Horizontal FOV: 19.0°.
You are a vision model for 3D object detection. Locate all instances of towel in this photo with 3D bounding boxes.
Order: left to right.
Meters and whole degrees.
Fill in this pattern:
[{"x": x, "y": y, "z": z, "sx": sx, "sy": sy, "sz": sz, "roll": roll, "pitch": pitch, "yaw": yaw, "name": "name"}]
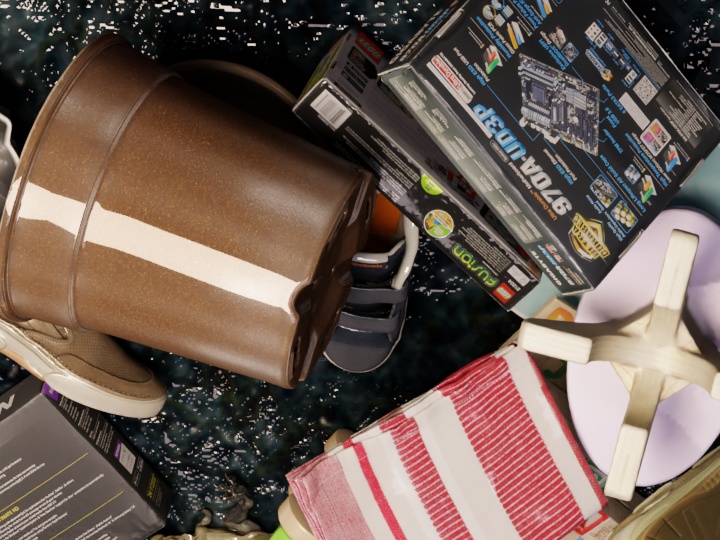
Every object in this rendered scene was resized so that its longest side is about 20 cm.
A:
[{"x": 0.064, "y": 0.157, "z": 1.515, "sx": 0.199, "sy": 0.023, "sz": 0.145, "roll": -30, "pitch": 100, "yaw": -11, "name": "towel"}]

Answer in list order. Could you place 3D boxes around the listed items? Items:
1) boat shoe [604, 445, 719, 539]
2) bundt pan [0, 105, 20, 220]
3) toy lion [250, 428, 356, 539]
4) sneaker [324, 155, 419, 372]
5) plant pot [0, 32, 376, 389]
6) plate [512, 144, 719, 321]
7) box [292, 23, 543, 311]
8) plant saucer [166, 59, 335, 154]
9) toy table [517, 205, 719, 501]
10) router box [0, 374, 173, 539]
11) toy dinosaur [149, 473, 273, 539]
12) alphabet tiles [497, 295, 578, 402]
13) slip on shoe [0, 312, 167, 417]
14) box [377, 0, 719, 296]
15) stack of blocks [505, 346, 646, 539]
[{"x": 0.270, "y": 0.169, "z": 1.615, "sx": 0.200, "sy": 0.063, "sz": 0.074, "roll": -33, "pitch": 106, "yaw": -23, "name": "boat shoe"}, {"x": -0.327, "y": -0.073, "z": 1.494, "sx": 0.200, "sy": 0.076, "sz": 0.204, "roll": 0, "pitch": 107, "yaw": 1, "name": "bundt pan"}, {"x": 0.023, "y": 0.221, "z": 1.608, "sx": 0.191, "sy": 0.200, "sz": 0.069, "roll": 41, "pitch": 113, "yaw": 0, "name": "toy lion"}, {"x": 0.000, "y": 0.000, "z": 1.544, "sx": 0.078, "sy": 0.080, "sz": 0.201, "roll": 3, "pitch": 122, "yaw": -2, "name": "sneaker"}, {"x": -0.106, "y": -0.026, "z": 1.402, "sx": 0.197, "sy": 0.200, "sz": 0.202, "roll": 21, "pitch": 120, "yaw": 9, "name": "plant pot"}, {"x": 0.175, "y": -0.041, "z": 1.546, "sx": 0.198, "sy": 0.026, "sz": 0.202, "roll": 0, "pitch": 121, "yaw": 0, "name": "plate"}, {"x": 0.048, "y": -0.072, "z": 1.463, "sx": 0.200, "sy": 0.110, "sz": 0.035, "roll": 43, "pitch": 116, "yaw": -9, "name": "box"}, {"x": -0.095, "y": -0.050, "z": 1.505, "sx": 0.198, "sy": 0.029, "sz": 0.202, "roll": 7, "pitch": 108, "yaw": 23, "name": "plant saucer"}, {"x": 0.205, "y": 0.061, "z": 1.486, "sx": 0.182, "sy": 0.117, "sz": 0.202, "roll": 3, "pitch": 98, "yaw": 12, "name": "toy table"}, {"x": -0.268, "y": 0.182, "z": 1.668, "sx": 0.199, "sy": 0.051, "sz": 0.149, "roll": -33, "pitch": 113, "yaw": 18, "name": "router box"}, {"x": -0.081, "y": 0.209, "z": 1.685, "sx": 0.198, "sy": 0.048, "sz": 0.089, "roll": 9, "pitch": 134, "yaw": -4, "name": "toy dinosaur"}, {"x": 0.166, "y": 0.099, "z": 1.620, "sx": 0.166, "sy": 0.006, "sz": 0.200, "roll": 31, "pitch": 122, "yaw": -23, "name": "alphabet tiles"}, {"x": -0.224, "y": 0.040, "z": 1.580, "sx": 0.199, "sy": 0.076, "sz": 0.061, "roll": 30, "pitch": 105, "yaw": -9, "name": "slip on shoe"}, {"x": 0.131, "y": -0.110, "z": 1.426, "sx": 0.200, "sy": 0.046, "sz": 0.159, "roll": 48, "pitch": 67, "yaw": -14, "name": "box"}, {"x": 0.137, "y": 0.160, "z": 1.626, "sx": 0.115, "sy": 0.059, "sz": 0.200, "roll": -37, "pitch": 120, "yaw": 25, "name": "stack of blocks"}]
